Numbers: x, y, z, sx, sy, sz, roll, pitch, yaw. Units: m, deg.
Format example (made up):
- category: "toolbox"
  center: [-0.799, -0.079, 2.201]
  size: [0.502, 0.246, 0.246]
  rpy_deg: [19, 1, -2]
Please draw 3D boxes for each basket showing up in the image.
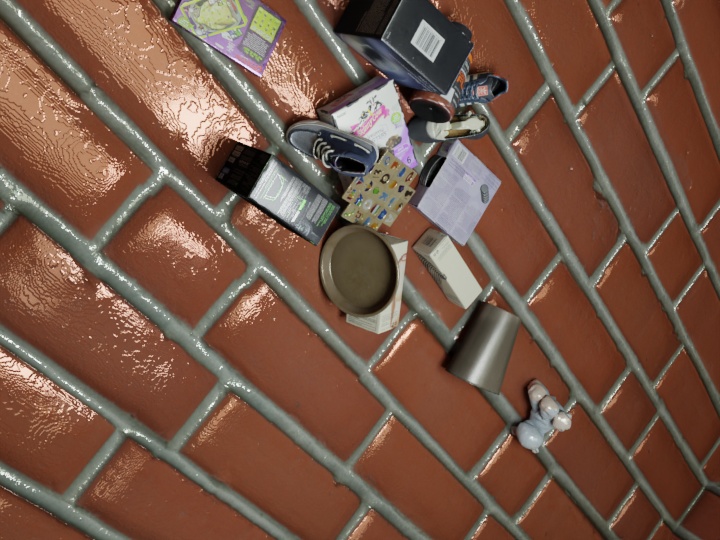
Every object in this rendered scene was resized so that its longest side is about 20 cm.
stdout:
- category: "basket"
  center: [0.327, 0.195, 1.915]
  size: [0.178, 0.135, 0.205]
  rpy_deg: [23, 90, -40]

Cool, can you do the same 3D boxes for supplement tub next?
- category: "supplement tub"
  center: [0.180, -0.432, 1.605]
  size: [0.106, 0.106, 0.205]
  rpy_deg: [28, 76, -36]

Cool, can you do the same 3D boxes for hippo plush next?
- category: "hippo plush"
  center: [0.497, 0.421, 2.119]
  size: [0.161, 0.160, 0.200]
  rpy_deg: [-43, 168, 8]

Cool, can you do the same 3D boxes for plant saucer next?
- category: "plant saucer"
  center: [0.000, 0.000, 1.614]
  size: [0.029, 0.195, 0.206]
  rpy_deg: [-22, 122, -61]

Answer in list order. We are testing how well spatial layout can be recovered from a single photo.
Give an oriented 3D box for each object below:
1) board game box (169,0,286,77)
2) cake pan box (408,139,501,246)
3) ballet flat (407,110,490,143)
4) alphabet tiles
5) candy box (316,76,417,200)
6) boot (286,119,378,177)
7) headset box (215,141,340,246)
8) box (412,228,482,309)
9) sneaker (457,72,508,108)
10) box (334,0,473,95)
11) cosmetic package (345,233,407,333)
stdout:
- category: "board game box"
  center: [-0.243, -0.465, 1.380]
  size: [0.197, 0.032, 0.123]
  rpy_deg: [27, 87, -35]
- category: "cake pan box"
  center: [0.224, -0.187, 1.764]
  size: [0.198, 0.052, 0.187]
  rpy_deg: [33, 85, -36]
- category: "ballet flat"
  center: [0.204, -0.325, 1.664]
  size: [0.194, 0.073, 0.075]
  rpy_deg: [-4, 110, -14]
- category: "alphabet tiles"
  center: [0.042, -0.165, 1.600]
  size: [0.168, 0.006, 0.198]
  rpy_deg: [-54, 144, 8]
- category: "candy box"
  center: [0.017, -0.283, 1.582]
  size: [0.166, 0.071, 0.204]
  rpy_deg: [-32, 122, -19]
- category: "boot"
  center: [-0.064, -0.242, 1.470]
  size: [0.194, 0.091, 0.074]
  rpy_deg: [13, 121, 9]
- category: "headset box"
  center: [-0.158, -0.149, 1.453]
  size: [0.198, 0.173, 0.094]
  rpy_deg: [34, 87, -37]
- category: "box"
  center: [0.212, -0.004, 1.800]
  size: [0.068, 0.082, 0.201]
  rpy_deg: [-45, 123, -12]
- category: "sneaker"
  center: [0.253, -0.409, 1.685]
  size: [0.196, 0.084, 0.077]
  rpy_deg: [-23, 118, -24]
- category: "box"
  center: [0.084, -0.463, 1.488]
  size: [0.198, 0.198, 0.125]
  rpy_deg: [30, 92, -36]
- category: "cosmetic package"
  center: [0.036, 0.025, 1.672]
  size: [0.086, 0.102, 0.206]
  rpy_deg: [-15, 117, -51]
